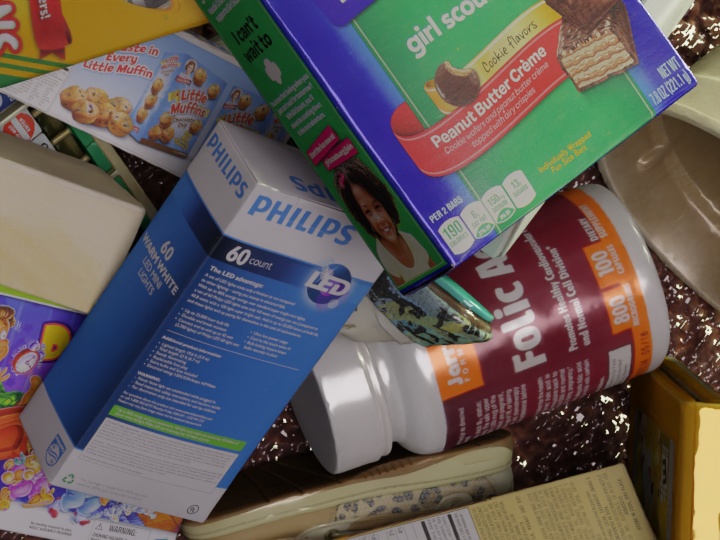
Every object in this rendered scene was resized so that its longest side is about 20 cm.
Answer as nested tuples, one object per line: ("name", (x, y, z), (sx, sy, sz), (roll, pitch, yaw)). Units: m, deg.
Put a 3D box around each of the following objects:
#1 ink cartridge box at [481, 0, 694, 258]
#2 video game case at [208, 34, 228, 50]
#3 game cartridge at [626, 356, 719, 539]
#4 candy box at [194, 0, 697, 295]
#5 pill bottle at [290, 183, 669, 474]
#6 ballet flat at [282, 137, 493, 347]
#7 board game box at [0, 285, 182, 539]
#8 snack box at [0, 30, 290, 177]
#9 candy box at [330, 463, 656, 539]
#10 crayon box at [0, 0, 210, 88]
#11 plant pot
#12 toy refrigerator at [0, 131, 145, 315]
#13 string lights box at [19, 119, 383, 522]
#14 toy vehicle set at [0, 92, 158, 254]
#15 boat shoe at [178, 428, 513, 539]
("ink cartridge box", (0.074, -0.130, 1.458), (0.146, 0.084, 0.200), (36, 66, 6))
("video game case", (0.000, -0.098, 1.577), (0.200, 0.018, 0.143), (-32, 104, -10))
("game cartridge", (0.173, 0.158, 1.579), (0.032, 0.176, 0.200), (3, 96, -4))
("candy box", (0.034, -0.118, 1.338), (0.169, 0.077, 0.200), (-37, 90, -25))
("pill bottle", (0.060, 0.034, 1.561), (0.200, 0.114, 0.114), (-20, 102, -13))
("ballet flat", (0.000, 0.000, 1.489), (0.074, 0.200, 0.074), (-15, 125, -22))
("board game box", (-0.175, 0.071, 1.502), (0.200, 0.045, 0.135), (14, 103, -30))
("snack box", (-0.123, -0.102, 1.472), (0.200, 0.024, 0.072), (26, 97, -32))
("candy box", (0.055, 0.177, 1.577), (0.200, 0.115, 0.055), (-14, 63, -14))
("crayon box", (-0.146, -0.166, 1.369), (0.200, 0.051, 0.127), (-17, 103, 8))
("plant pot", (0.265, -0.081, 1.580), (0.183, 0.200, 0.200), (-46, 107, -18))
("toy refrigerator", (-0.218, -0.041, 1.419), (0.200, 0.076, 0.070), (20, 100, -32))
("string lights box", (-0.076, 0.030, 1.438), (0.103, 0.059, 0.200), (19, 116, -38))
("toy vehicle set", (-0.194, -0.046, 1.490), (0.124, 0.027, 0.200), (-39, 122, -8))
("boat shoe", (-0.003, 0.136, 1.579), (0.200, 0.073, 0.063), (-11, 104, -17))
